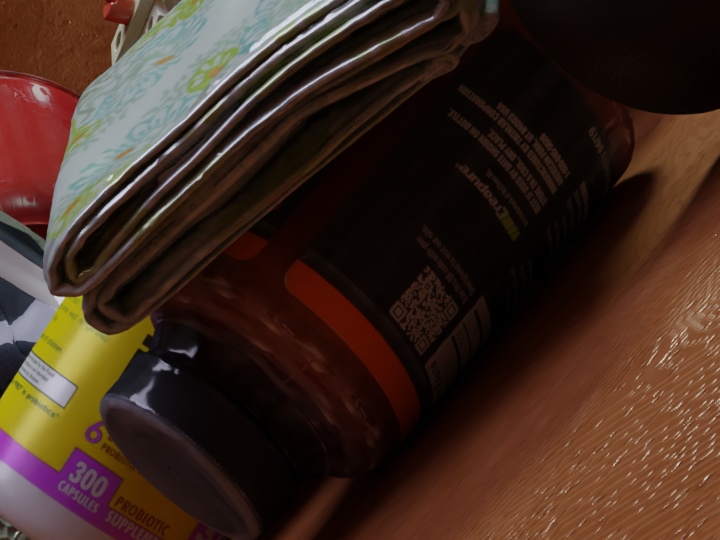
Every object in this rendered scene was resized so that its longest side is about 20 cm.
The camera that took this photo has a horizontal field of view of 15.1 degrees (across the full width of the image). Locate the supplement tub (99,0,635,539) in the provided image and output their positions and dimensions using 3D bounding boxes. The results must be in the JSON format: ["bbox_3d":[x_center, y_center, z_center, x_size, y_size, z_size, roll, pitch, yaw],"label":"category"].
[{"bbox_3d":[-0.001,-0.004,0.938,0.200,0.107,0.107,-48,6,-21],"label":"supplement tub"}]

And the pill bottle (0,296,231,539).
[{"bbox_3d":[-0.058,0.021,1.036,0.201,0.104,0.104,-58,7,-2],"label":"pill bottle"}]

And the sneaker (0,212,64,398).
[{"bbox_3d":[-0.165,0.068,1.349,0.147,0.202,0.077,-61,-27,3],"label":"sneaker"}]

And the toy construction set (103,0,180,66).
[{"bbox_3d":[-0.045,-0.072,1.345,0.131,0.199,0.093,-52,16,53],"label":"toy construction set"}]

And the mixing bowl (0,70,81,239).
[{"bbox_3d":[-0.193,0.001,1.479,0.200,0.200,0.108,-47,29,-1],"label":"mixing bowl"}]

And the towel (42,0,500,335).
[{"bbox_3d":[-0.032,-0.074,0.916,0.171,0.048,0.200,-38,17,14],"label":"towel"}]

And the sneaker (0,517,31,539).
[{"bbox_3d":[-0.210,0.188,1.279,0.146,0.077,0.203,-39,11,37],"label":"sneaker"}]

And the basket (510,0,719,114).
[{"bbox_3d":[0.127,-0.134,0.803,0.181,0.135,0.200,-66,10,-28],"label":"basket"}]
